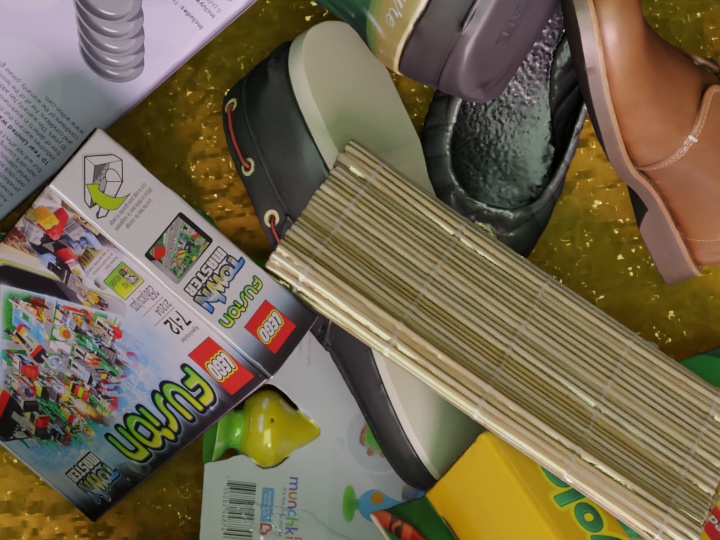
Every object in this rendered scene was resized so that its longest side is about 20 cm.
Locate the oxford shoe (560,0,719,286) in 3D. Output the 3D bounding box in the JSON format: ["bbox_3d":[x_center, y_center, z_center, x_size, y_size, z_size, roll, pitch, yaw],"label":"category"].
[{"bbox_3d":[0.126,-0.068,0.962,0.071,0.200,0.071,-19,58,14],"label":"oxford shoe"}]

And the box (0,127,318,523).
[{"bbox_3d":[-0.105,0.028,0.963,0.110,0.200,0.035,41,57,-5],"label":"box"}]

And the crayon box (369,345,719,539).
[{"bbox_3d":[0.114,0.110,0.952,0.127,0.200,0.051,56,133,18],"label":"crayon box"}]

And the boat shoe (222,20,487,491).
[{"bbox_3d":[0.002,0.000,0.997,0.063,0.074,0.202,-30,75,38],"label":"boat shoe"}]

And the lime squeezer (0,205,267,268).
[{"bbox_3d":[-0.105,-0.005,1.019,0.200,0.071,0.038,5,117,28],"label":"lime squeezer"}]

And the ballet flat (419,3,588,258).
[{"bbox_3d":[0.071,-0.081,1.013,0.066,0.057,0.200,19,97,-11],"label":"ballet flat"}]

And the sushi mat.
[{"bbox_3d":[0.061,0.029,0.939,0.200,0.096,0.012,34,129,-3],"label":"sushi mat"}]

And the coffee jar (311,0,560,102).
[{"bbox_3d":[-0.009,-0.153,0.968,0.200,0.085,0.104,32,102,9],"label":"coffee jar"}]

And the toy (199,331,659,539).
[{"bbox_3d":[0.028,0.078,1.030,0.199,0.047,0.115,9,71,-17],"label":"toy"}]

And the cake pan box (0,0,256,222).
[{"bbox_3d":[-0.166,-0.125,0.924,0.184,0.052,0.200,-41,105,18],"label":"cake pan box"}]
